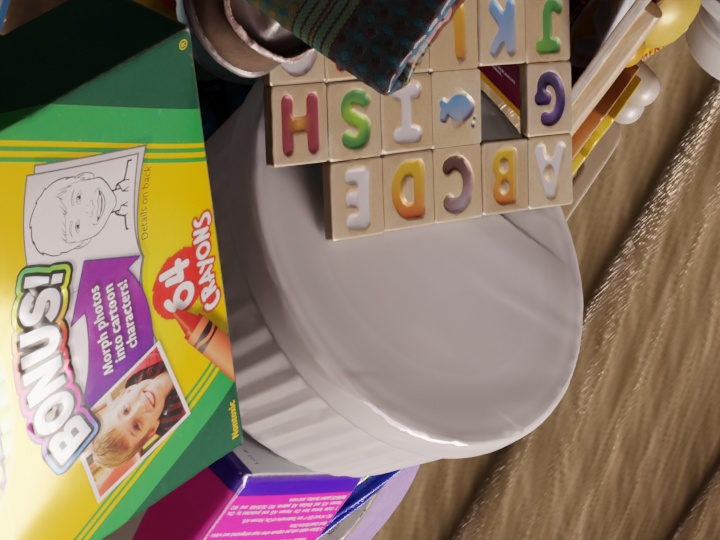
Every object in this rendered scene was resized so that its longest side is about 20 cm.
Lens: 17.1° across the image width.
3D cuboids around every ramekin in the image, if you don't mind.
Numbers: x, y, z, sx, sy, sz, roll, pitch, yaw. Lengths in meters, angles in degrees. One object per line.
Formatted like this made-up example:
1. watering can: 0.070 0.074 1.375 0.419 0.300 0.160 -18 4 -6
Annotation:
1. ramekin: 0.000 0.000 1.082 0.202 0.203 0.094 -11 166 -46

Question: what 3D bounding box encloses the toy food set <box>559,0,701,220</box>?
1. toy food set: 0.148 -0.100 1.171 0.200 0.060 0.144 -56 178 41

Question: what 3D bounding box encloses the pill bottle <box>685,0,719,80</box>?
1. pill bottle: 0.249 -0.201 1.378 0.110 0.111 0.200 -27 149 -28

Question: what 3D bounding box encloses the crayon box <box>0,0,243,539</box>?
1. crayon box: -0.132 0.022 0.892 0.172 0.058 0.201 -34 135 -33

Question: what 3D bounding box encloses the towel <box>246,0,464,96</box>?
1. towel: -0.021 -0.174 0.902 0.147 0.200 0.022 -53 159 1

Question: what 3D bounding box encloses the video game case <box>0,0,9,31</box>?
1. video game case: -0.204 -0.116 0.994 0.143 0.018 0.200 -18 144 -40

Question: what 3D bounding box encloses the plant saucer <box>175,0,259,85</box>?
1. plant saucer: -0.009 -0.171 1.049 0.201 0.039 0.201 -33 151 -21

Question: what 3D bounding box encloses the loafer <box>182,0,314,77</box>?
1. loafer: 0.001 -0.165 0.930 0.073 0.071 0.201 33 86 -33

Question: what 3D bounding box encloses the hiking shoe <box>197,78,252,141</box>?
1. hiking shoe: -0.085 -0.067 1.160 0.200 0.074 0.087 -50 119 -25

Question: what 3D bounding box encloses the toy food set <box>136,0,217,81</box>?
1. toy food set: -0.049 -0.181 1.076 0.200 0.049 0.198 -45 153 3

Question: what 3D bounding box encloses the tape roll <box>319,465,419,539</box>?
1. tape roll: -0.055 0.137 1.503 0.200 0.066 0.200 -32 150 -21

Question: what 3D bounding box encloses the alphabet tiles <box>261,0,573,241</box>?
1. alphabet tiles: 0.029 -0.103 1.038 0.200 0.008 0.168 -10 101 -47

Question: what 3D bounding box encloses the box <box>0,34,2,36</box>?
1. box: -0.233 -0.015 0.951 0.200 0.124 0.196 -46 144 15

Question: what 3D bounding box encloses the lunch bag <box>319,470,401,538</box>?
1. lunch bag: -0.036 0.058 1.320 0.200 0.151 0.094 -42 153 -3

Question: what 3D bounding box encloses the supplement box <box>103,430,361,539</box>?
1. supplement box: -0.109 0.137 1.126 0.200 0.101 0.103 -53 152 17

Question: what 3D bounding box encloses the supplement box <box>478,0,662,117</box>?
1. supplement box: 0.103 -0.177 1.243 0.110 0.086 0.200 -36 152 -12
